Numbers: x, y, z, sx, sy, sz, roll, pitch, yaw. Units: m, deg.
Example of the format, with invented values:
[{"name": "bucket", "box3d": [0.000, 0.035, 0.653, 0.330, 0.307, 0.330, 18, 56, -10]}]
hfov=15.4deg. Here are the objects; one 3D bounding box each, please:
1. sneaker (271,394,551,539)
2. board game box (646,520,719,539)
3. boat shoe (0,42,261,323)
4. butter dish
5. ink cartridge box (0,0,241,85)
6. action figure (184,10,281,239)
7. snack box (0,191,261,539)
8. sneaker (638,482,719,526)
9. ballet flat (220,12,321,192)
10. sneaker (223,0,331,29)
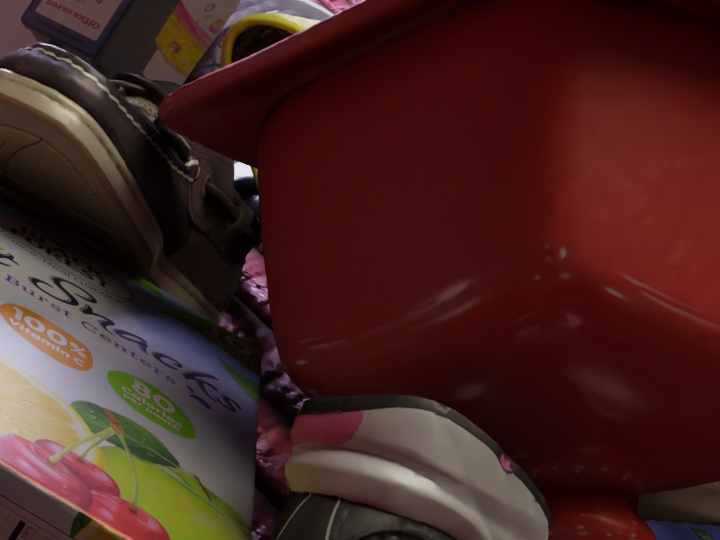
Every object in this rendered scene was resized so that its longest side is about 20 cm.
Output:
[{"name": "sneaker", "box3d": [0.027, 0.117, 0.691, 0.080, 0.086, 0.200, 3, -34, 45]}, {"name": "board game box", "box3d": [0.098, 0.076, 1.069, 0.151, 0.037, 0.200, 21, 20, -45]}, {"name": "boat shoe", "box3d": [-0.073, -0.031, 0.836, 0.072, 0.065, 0.200, 28, -13, 19]}, {"name": "butter dish", "box3d": [0.063, 0.012, 0.729, 0.200, 0.148, 0.199, 18, -21, -32]}, {"name": "ink cartridge box", "box3d": [-0.086, -0.131, 1.000, 0.087, 0.200, 0.145, 34, 12, -13]}, {"name": "action figure", "box3d": [-0.017, -0.020, 0.986, 0.200, 0.069, 0.130, -130, -156, -52]}, {"name": "snack box", "box3d": [-0.098, 0.034, 0.705, 0.142, 0.053, 0.200, 33, 12, -10]}, {"name": "sneaker", "box3d": [0.135, 0.052, 0.939, 0.070, 0.076, 0.200, 3, -3, 22]}, {"name": "ballet flat", "box3d": [0.000, 0.000, 0.845, 0.067, 0.067, 0.200, 36, 28, -61]}, {"name": "sneaker", "box3d": [0.008, -0.053, 1.199, 0.200, 0.079, 0.079, 37, 5, 8]}]
